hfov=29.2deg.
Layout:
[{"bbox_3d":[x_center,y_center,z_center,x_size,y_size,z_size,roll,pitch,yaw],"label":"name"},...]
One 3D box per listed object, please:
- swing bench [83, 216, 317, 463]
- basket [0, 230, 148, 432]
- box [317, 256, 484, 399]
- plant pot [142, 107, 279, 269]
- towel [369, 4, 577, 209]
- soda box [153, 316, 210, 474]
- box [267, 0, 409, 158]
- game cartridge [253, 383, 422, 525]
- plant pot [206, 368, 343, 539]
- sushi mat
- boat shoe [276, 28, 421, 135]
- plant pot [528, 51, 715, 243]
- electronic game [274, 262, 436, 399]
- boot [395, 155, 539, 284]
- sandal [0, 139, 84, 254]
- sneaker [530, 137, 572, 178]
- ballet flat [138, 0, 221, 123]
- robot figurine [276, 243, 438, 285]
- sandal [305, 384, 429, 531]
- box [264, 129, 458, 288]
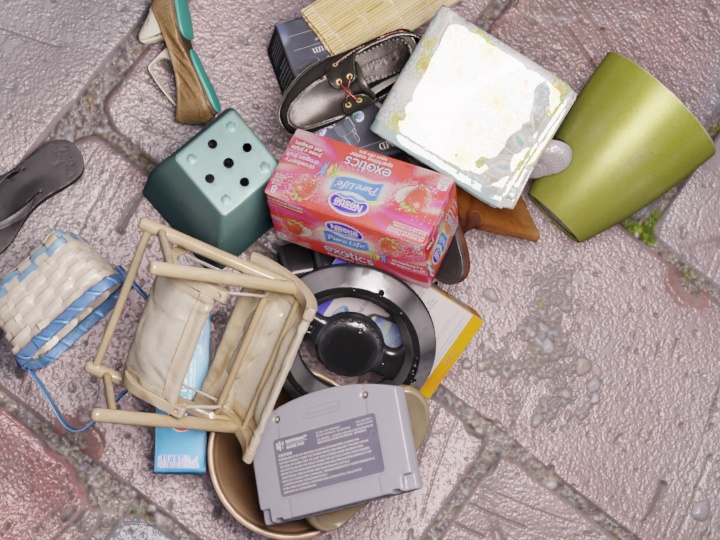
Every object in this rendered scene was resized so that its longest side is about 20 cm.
[{"bbox_3d":[-0.177,0.078,1.524,0.198,0.130,0.200,17,109,-21],"label":"swing bench"},{"bbox_3d":[-0.326,0.063,1.619,0.176,0.139,0.201,-38,82,2],"label":"basket"},{"bbox_3d":[0.034,0.053,1.637,0.199,0.042,0.119,33,100,-18],"label":"box"},{"bbox_3d":[-0.162,-0.106,1.647,0.141,0.200,0.142,-40,89,-13],"label":"plant pot"},{"bbox_3d":[0.135,-0.188,1.634,0.199,0.048,0.172,31,97,-7],"label":"towel"},{"bbox_3d":[-0.215,0.144,1.667,0.063,0.068,0.202,3,81,-8],"label":"soda box"},{"bbox_3d":[-0.013,-0.223,1.736,0.147,0.107,0.202,-19,86,-12],"label":"box"},{"bbox_3d":[-0.031,0.201,1.555,0.198,0.041,0.134,-17,76,25],"label":"game cartridge"},{"bbox_3d":[-0.088,0.221,1.663,0.199,0.093,0.203,2,80,-10],"label":"plant pot"},{"bbox_3d":[0.033,-0.330,1.700,0.199,0.012,0.096,-34,88,-13],"label":"sushi mat"},{"bbox_3d":[-0.010,-0.226,1.647,0.200,0.063,0.074,-31,106,-11],"label":"boat shoe"},{"bbox_3d":[0.313,-0.139,1.756,0.187,0.187,0.200,43,92,-1],"label":"plant pot"},{"bbox_3d":[-0.012,0.083,1.583,0.198,0.042,0.202,1,116,3],"label":"electronic game"},{"bbox_3d":[0.141,-0.050,1.692,0.199,0.069,0.189,11,37,-41],"label":"boot"},{"bbox_3d":[-0.424,-0.089,1.681,0.076,0.043,0.200,44,77,0],"label":"sandal"},{"bbox_3d":[0.185,-0.185,1.742,0.199,0.075,0.115,8,67,35],"label":"sneaker"},{"bbox_3d":[-0.236,-0.276,1.738,0.072,0.068,0.202,-18,88,8],"label":"ballet flat"},{"bbox_3d":[0.000,0.000,1.694,0.198,0.150,0.126,-7,70,-10],"label":"robot figurine"},{"bbox_3d":[0.013,0.223,1.580,0.080,0.054,0.200,39,92,-22],"label":"sandal"},{"bbox_3d":[0.003,-0.069,1.552,0.198,0.100,0.096,19,64,16],"label":"box"}]
